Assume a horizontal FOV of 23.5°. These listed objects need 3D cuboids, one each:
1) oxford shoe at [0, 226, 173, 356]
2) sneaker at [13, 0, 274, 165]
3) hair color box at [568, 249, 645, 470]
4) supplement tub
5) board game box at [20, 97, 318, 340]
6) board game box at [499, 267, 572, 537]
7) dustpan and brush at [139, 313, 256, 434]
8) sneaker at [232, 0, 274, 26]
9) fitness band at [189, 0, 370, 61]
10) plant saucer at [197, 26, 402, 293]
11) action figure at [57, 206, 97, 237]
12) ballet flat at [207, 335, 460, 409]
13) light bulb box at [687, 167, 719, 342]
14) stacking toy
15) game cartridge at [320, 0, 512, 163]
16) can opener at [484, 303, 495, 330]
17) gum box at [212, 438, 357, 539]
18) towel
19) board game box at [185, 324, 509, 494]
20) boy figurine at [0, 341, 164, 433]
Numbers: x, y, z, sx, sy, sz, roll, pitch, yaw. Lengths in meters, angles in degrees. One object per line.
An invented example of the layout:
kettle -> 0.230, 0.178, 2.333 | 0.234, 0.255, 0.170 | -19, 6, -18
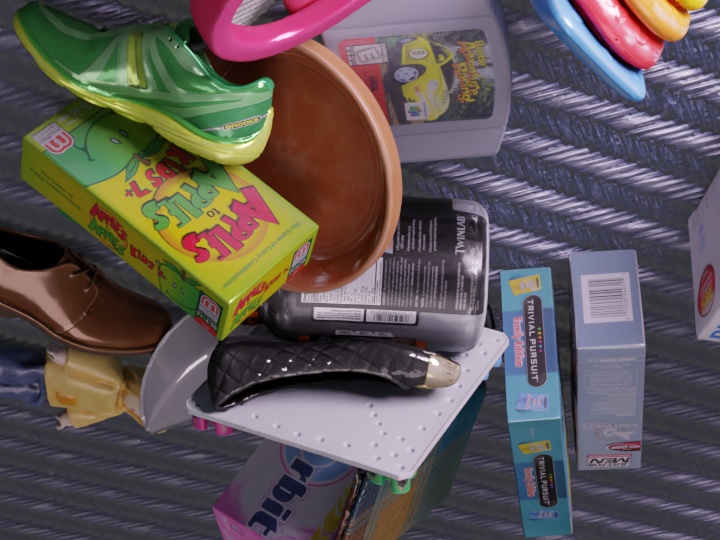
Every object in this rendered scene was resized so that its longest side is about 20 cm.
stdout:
oxford shoe -> -0.242, 0.017, 1.464 | 0.199, 0.072, 0.071 | 20, 131, -24
sneaker -> -0.150, -0.148, 1.230 | 0.199, 0.074, 0.084 | 25, 102, -1
hair color box -> 0.213, 0.081, 1.505 | 0.060, 0.100, 0.201 | -3, 143, 6
supplement tub -> 0.000, 0.000, 1.384 | 0.198, 0.123, 0.123 | 3, 144, -1
board game box -> -0.139, -0.051, 1.253 | 0.199, 0.102, 0.048 | 38, 143, 15
board game box -> 0.155, 0.118, 1.513 | 0.046, 0.152, 0.201 | -5, 144, 7
dustpan and brush -> -0.124, 0.050, 1.500 | 0.139, 0.057, 0.201 | -18, 152, -27
sneaker -> -0.102, -0.230, 1.130 | 0.075, 0.105, 0.200 | -43, 169, -5
fitness band -> -0.018, -0.203, 1.100 | 0.199, 0.038, 0.144 | -35, 168, 10
plant saucer -> -0.053, -0.081, 1.268 | 0.199, 0.032, 0.202 | 17, 122, 30
action figure -> -0.152, -0.029, 1.318 | 0.199, 0.055, 0.119 | 36, 157, 24
ballet flat -> -0.021, 0.083, 1.348 | 0.198, 0.057, 0.067 | 0, 163, 5
light bulb box -> 0.378, -0.034, 1.321 | 0.198, 0.126, 0.199 | 9, 144, -8
stacking toy -> 0.212, -0.216, 1.121 | 0.199, 0.117, 0.109 | -37, 131, 23
game cartridge -> 0.043, -0.150, 1.254 | 0.132, 0.041, 0.201 | -7, 143, 5
can opener -> 0.023, 0.073, 1.533 | 0.198, 0.063, 0.079 | -10, 99, 2
gum box -> -0.026, 0.177, 1.550 | 0.113, 0.200, 0.066 | 26, 152, 23
towel -> 0.038, 0.183, 1.508 | 0.022, 0.200, 0.148 | 31, 124, 22
board game box -> -0.008, 0.090, 1.395 | 0.198, 0.200, 0.026 | 15, 127, 23
boy figurine -> -0.261, 0.111, 1.594 | 0.198, 0.065, 0.125 | 10, 140, -5
